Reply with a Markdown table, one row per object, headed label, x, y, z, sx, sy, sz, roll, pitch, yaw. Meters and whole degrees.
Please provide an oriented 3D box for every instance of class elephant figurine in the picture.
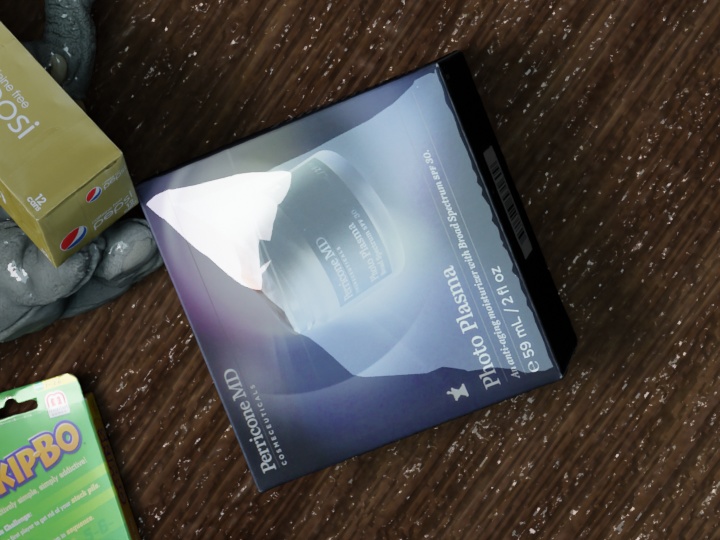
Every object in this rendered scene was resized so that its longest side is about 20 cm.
| label | x | y | z | sx | sy | sz | roll | pitch | yaw |
| --- | --- | --- | --- | --- | --- | --- | --- | --- | --- |
| elephant figurine | -0.211 | -0.069 | 1.506 | 0.141 | 0.155 | 0.200 | -37 | 78 | 54 |

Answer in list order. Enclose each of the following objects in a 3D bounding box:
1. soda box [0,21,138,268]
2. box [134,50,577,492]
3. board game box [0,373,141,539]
| label | x | y | z | sx | sy | sz | roll | pitch | yaw |
| --- | --- | --- | --- | --- | --- | --- | --- | --- | --- |
| soda box | -0.215 | -0.099 | 1.421 | 0.064 | 0.068 | 0.200 | -40 | 70 | -13 |
| box | 0.000 | 0.000 | 1.474 | 0.198 | 0.123 | 0.200 | -22 | 94 | 12 |
| board game box | -0.191 | 0.169 | 1.573 | 0.095 | 0.030 | 0.200 | -16 | 98 | 10 |
